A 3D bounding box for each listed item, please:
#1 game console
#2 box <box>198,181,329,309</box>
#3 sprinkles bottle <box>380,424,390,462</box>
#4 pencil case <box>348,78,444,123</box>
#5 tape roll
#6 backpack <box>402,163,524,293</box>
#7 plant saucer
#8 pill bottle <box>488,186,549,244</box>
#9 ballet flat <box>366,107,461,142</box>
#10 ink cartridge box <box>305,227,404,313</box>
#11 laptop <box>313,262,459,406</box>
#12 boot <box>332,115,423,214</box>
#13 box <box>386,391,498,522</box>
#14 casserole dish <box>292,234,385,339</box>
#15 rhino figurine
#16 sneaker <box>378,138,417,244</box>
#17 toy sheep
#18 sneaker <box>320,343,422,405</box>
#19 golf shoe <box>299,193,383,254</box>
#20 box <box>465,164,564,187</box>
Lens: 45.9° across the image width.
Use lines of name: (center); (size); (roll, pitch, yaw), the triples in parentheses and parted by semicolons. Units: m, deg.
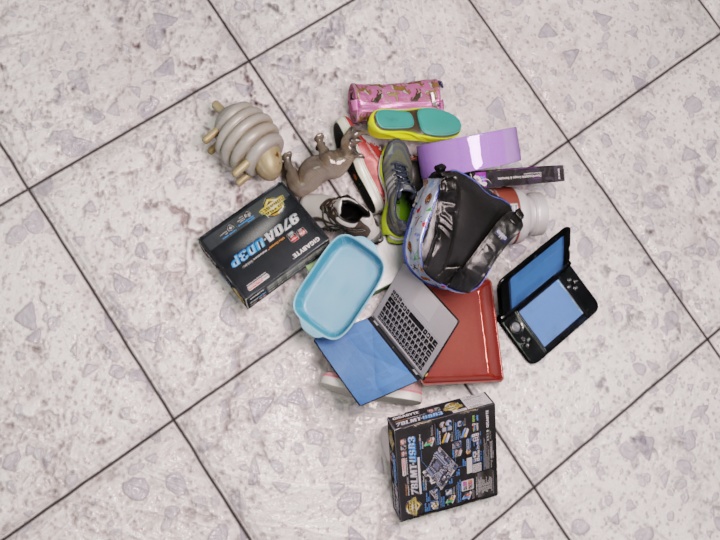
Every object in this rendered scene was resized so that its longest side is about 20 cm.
game console: (0.369, 0.051, 1.659); (0.198, 0.116, 0.177); (-36, 85, -16)
box: (-0.180, -0.050, 1.592); (0.198, 0.046, 0.160); (-35, 70, -16)
sprinkles bottle: (0.138, 0.299, 1.579); (0.195, 0.068, 0.070); (-13, 79, -14)
pencil case: (0.069, -0.339, 1.707); (0.195, 0.087, 0.085); (-5, 71, -12)
tape roll: (0.209, -0.227, 1.645); (0.195, 0.200, 0.067); (-12, 97, -13)
backpack: (0.162, -0.062, 1.518); (0.197, 0.154, 0.194); (27, 77, -18)
plant saucer: (0.177, 0.116, 1.622); (0.196, 0.037, 0.205); (2, 76, -30)
pill bottle: (0.265, -0.106, 1.678); (0.195, 0.112, 0.115); (-4, 77, -13)
ballet flat: (0.101, -0.282, 1.672); (0.196, 0.067, 0.068); (-1, 71, -24)
ink cartridge box: (0.000, 0.000, 1.627); (0.197, 0.059, 0.105); (-26, 82, -16)
laptop: (0.043, 0.108, 1.520); (0.114, 0.188, 0.202); (14, 114, -42)
boot: (0.040, -0.231, 1.688); (0.142, 0.072, 0.203); (-29, 91, -17)
box: (0.149, 0.336, 1.531); (0.194, 0.050, 0.204); (-11, 113, -13)
casserole dish: (-0.037, 0.031, 1.550); (0.120, 0.039, 0.202); (34, 87, 10)
rhino figurine: (-0.066, -0.211, 1.624); (0.197, 0.060, 0.089); (-28, 73, 13)
sneaker: (0.079, -0.157, 1.611); (0.072, 0.081, 0.205); (1, 75, -19)
toy sheep: (-0.220, -0.248, 1.610); (0.137, 0.138, 0.201); (-39, 80, -17)
sneaker: (0.024, 0.184, 1.583); (0.195, 0.075, 0.107); (10, 73, -12)
golf shoe: (-0.040, -0.115, 1.602); (0.198, 0.096, 0.078); (27, 59, 28)
box: (0.285, -0.184, 1.684); (0.195, 0.143, 0.037); (-4, 96, -13)
